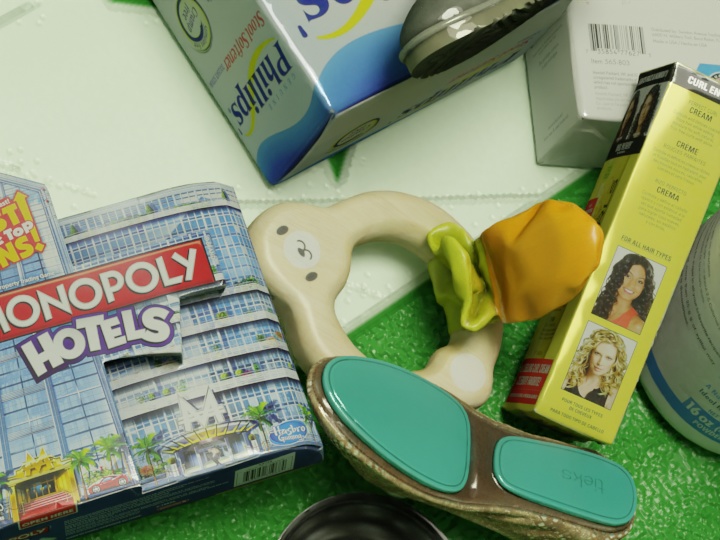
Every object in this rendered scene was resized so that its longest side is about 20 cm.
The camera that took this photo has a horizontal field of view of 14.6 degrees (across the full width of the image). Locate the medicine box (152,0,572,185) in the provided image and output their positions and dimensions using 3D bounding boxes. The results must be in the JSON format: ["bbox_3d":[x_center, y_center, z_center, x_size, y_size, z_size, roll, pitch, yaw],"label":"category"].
[{"bbox_3d":[-0.015,-0.180,1.536,0.182,0.103,0.201,-29,80,-29],"label":"medicine box"}]

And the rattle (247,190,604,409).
[{"bbox_3d":[0.000,0.000,1.450,0.199,0.143,0.131,22,80,-19],"label":"rattle"}]

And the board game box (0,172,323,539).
[{"bbox_3d":[-0.141,0.025,1.402,0.199,0.062,0.201,-17,71,-10],"label":"board game box"}]

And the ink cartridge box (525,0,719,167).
[{"bbox_3d":[0.155,-0.162,1.614,0.114,0.068,0.201,3,68,-19],"label":"ink cartridge box"}]

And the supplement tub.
[{"bbox_3d":[0.239,0.011,1.499,0.131,0.200,0.133,8,66,-18],"label":"supplement tub"}]

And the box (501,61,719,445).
[{"bbox_3d":[0.141,-0.008,1.503,0.050,0.075,0.201,23,85,-10],"label":"box"}]

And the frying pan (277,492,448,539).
[{"bbox_3d":[0.021,0.203,1.429,0.115,0.031,0.191,-26,83,-28],"label":"frying pan"}]

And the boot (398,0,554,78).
[{"bbox_3d":[0.031,-0.214,1.468,0.182,0.072,0.201,-36,91,-44],"label":"boot"}]

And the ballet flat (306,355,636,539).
[{"bbox_3d":[0.048,0.104,1.456,0.199,0.065,0.071,25,53,-19],"label":"ballet flat"}]
